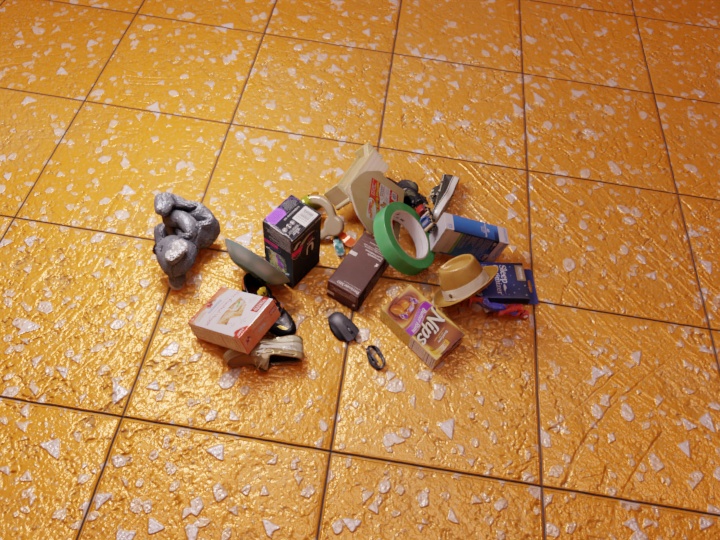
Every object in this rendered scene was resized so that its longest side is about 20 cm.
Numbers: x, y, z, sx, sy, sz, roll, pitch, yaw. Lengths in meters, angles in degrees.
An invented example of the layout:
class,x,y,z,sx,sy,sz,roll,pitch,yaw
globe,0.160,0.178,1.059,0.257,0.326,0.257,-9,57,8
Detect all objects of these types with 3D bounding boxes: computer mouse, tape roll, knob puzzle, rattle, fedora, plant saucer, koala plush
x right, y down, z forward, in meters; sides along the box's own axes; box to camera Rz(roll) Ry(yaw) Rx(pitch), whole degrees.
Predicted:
class,x,y,z,sx,sy,sz,roll,pitch,yaw
computer mouse,-0.009,0.174,1.588,0.199,0.034,0.058,40,59,21
tape roll,0.121,-0.088,1.713,0.198,0.048,0.204,26,48,-33
knob puzzle,0.037,-0.187,1.747,0.216,0.030,0.225,15,67,-39
rattle,-0.091,-0.135,1.799,0.197,0.143,0.132,29,91,2
fedora,0.260,0.015,1.630,0.199,0.199,0.083,-37,102,-27
plant saucer,-0.274,-0.011,1.607,0.198,0.201,0.039,30,78,16
koala plush,-0.468,-0.067,1.637,0.179,0.179,0.203,11,49,-10

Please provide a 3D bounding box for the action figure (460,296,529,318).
class,x,y,z,sx,sy,sz,roll,pitch,yaw
action figure,0.361,0.100,1.652,0.195,0.065,0.053,9,80,-17

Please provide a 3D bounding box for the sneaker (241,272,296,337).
class,x,y,z,sx,sy,sz,roll,pitch,yaw
sneaker,-0.239,0.088,1.590,0.069,0.091,0.199,-36,63,-26

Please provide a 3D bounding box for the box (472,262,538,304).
class,x,y,z,sx,sy,sz,roll,pitch,yaw
box,0.392,0.034,1.729,0.194,0.033,0.123,2,54,-6

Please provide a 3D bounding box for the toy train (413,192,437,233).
class,x,y,z,sx,sy,sz,roll,pitch,yaw
toy train,0.179,-0.165,1.762,0.046,0.034,0.202,38,22,-26

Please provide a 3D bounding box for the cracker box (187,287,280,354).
class,x,y,z,sx,sy,sz,roll,pitch,yaw
cracker box,-0.310,0.118,1.531,0.197,0.058,0.135,9,46,36

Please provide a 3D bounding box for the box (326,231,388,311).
class,x,y,z,sx,sy,sz,roll,pitch,yaw
box,0.000,0.000,1.690,0.099,0.076,0.201,27,58,14

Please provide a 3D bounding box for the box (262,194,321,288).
class,x,y,z,sx,sy,sz,roll,pitch,yaw
box,-0.178,-0.073,1.645,0.105,0.202,0.122,33,57,18

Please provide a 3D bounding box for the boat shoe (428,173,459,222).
class,x,y,z,sx,sy,sz,roll,pitch,yaw
boat shoe,0.239,-0.219,1.877,0.062,0.072,0.201,22,47,9

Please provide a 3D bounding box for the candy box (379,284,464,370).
class,x,y,z,sx,sy,sz,roll,pitch,yaw
candy box,0.157,0.143,1.613,0.116,0.057,0.200,-36,66,-28

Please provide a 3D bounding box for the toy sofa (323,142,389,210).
class,x,y,z,sx,sy,sz,roll,pitch,yaw
toy sofa,-0.010,-0.261,1.802,0.097,0.082,0.202,43,59,-17

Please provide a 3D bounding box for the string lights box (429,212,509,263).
class,x,y,z,sx,sy,sz,roll,pitch,yaw
string lights box,0.300,-0.085,1.732,0.195,0.103,0.060,12,51,-17

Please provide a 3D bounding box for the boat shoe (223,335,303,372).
class,x,y,z,sx,sy,sz,roll,pitch,yaw
boat shoe,-0.232,0.208,1.517,0.195,0.075,0.068,-11,58,-7

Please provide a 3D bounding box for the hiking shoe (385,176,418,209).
class,x,y,z,sx,sy,sz,roll,pitch,yaw
hiking shoe,0.082,-0.221,1.854,0.194,0.077,0.102,0,51,-7
